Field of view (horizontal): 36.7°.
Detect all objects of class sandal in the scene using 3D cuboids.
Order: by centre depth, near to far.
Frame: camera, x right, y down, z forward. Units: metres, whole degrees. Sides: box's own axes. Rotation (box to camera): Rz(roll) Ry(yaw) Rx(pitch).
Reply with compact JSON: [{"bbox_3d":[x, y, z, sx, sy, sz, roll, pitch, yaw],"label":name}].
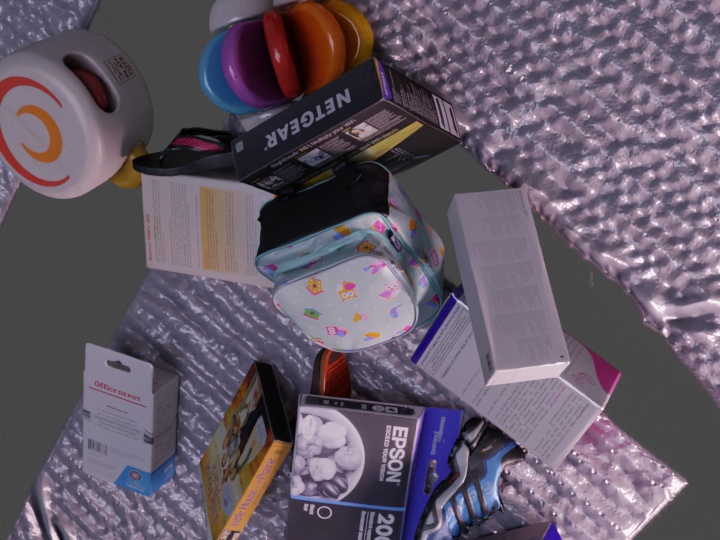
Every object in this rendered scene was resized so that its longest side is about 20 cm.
[{"bbox_3d":[-0.176,-0.149,1.288,0.198,0.075,0.045,-6,115,11],"label":"sandal"}]

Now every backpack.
[{"bbox_3d":[0.000,0.000,1.192,0.175,0.155,0.200,-23,141,23],"label":"backpack"}]

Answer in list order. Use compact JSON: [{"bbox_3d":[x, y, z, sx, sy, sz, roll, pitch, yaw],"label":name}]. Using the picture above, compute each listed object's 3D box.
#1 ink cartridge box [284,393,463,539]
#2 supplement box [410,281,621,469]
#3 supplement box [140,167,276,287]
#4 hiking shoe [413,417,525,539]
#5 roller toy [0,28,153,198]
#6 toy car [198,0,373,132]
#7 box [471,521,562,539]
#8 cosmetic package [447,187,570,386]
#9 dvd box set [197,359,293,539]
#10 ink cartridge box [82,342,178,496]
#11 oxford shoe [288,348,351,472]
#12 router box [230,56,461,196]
[{"bbox_3d":[0.014,0.250,1.310,0.198,0.043,0.200,6,113,-3],"label":"ink cartridge box"},{"bbox_3d":[0.172,0.105,1.199,0.199,0.101,0.104,36,118,11],"label":"supplement box"},{"bbox_3d":[-0.164,-0.059,1.321,0.198,0.073,0.127,9,110,22],"label":"supplement box"},{"bbox_3d":[0.123,0.277,1.270,0.086,0.074,0.202,25,95,8],"label":"hiking shoe"},{"bbox_3d":[-0.351,-0.194,1.329,0.198,0.140,0.184,17,124,21],"label":"roller toy"},{"bbox_3d":[-0.091,-0.231,1.187,0.198,0.150,0.177,-12,102,28],"label":"toy car"},{"bbox_3d":[0.181,0.425,1.296,0.183,0.105,0.201,-22,97,30],"label":"box"},{"bbox_3d":[0.152,0.015,1.135,0.082,0.051,0.202,-6,66,-9],"label":"cosmetic package"},{"bbox_3d":[-0.151,0.236,1.383,0.029,0.147,0.201,15,122,-27],"label":"dvd box set"},{"bbox_3d":[-0.312,0.191,1.476,0.115,0.067,0.202,15,113,21],"label":"ink cartridge box"},{"bbox_3d":[-0.059,0.183,1.354,0.072,0.071,0.202,16,113,26],"label":"oxford shoe"},{"bbox_3d":[-0.015,-0.139,1.175,0.199,0.157,0.053,-25,66,29],"label":"router box"}]
